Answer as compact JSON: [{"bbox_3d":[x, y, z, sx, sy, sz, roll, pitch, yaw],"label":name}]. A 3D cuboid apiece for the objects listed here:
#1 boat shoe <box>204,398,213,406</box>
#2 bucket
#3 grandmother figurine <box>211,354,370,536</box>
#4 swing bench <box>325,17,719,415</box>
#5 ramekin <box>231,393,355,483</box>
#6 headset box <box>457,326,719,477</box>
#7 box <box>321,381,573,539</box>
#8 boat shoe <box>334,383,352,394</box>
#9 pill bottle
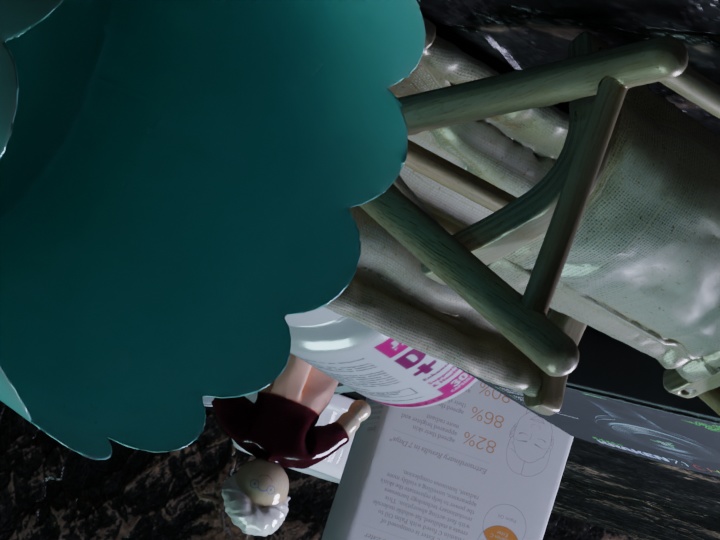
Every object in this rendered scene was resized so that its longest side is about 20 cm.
[{"bbox_3d":[-0.211,0.105,2.427,0.199,0.074,0.067,14,-162,22],"label":"boat shoe"},{"bbox_3d":[-0.090,-0.059,0.659,0.134,0.208,0.207,24,176,32],"label":"bucket"},{"bbox_3d":[-0.055,0.098,1.549,0.121,0.201,0.061,16,171,10],"label":"grandmother figurine"},{"bbox_3d":[0.091,-0.009,0.837,0.198,0.130,0.200,25,175,-40],"label":"swing bench"},{"bbox_3d":[-0.066,0.194,2.542,0.201,0.095,0.202,18,172,3],"label":"ramekin"},{"bbox_3d":[0.161,0.042,1.107,0.173,0.093,0.200,12,169,31],"label":"headset box"},{"bbox_3d":[0.072,0.155,1.650,0.152,0.201,0.106,20,171,-8],"label":"box"},{"bbox_3d":[-0.026,0.068,1.722,0.068,0.074,0.199,28,168,-30],"label":"boat shoe"},{"bbox_3d":[0.000,0.000,1.107,0.113,0.114,0.200,14,171,24],"label":"pill bottle"}]
